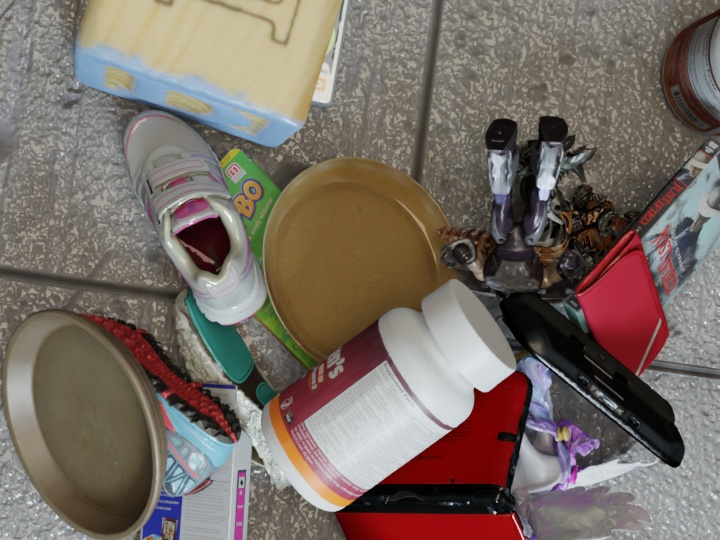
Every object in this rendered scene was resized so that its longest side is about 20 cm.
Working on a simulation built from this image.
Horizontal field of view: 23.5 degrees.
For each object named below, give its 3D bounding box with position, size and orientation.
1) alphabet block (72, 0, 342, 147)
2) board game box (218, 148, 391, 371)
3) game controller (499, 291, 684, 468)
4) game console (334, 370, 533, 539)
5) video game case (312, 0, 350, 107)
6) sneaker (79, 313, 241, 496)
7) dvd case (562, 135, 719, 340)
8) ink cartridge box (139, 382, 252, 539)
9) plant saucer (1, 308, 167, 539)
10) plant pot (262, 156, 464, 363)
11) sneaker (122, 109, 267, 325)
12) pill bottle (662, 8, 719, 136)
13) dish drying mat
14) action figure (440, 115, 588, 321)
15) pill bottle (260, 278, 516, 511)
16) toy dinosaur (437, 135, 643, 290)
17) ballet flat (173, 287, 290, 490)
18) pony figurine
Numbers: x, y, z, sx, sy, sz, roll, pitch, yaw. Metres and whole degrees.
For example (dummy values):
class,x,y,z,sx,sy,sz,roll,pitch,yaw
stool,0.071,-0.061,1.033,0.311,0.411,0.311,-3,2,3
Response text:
class,x,y,z,sx,sy,sz,roll,pitch,yaw
alphabet block,-0.119,-0.233,1.441,0.194,0.195,0.202,18,86,-10
board game box,-0.074,-0.006,1.542,0.096,0.030,0.200,-45,98,-10
game controller,0.199,0.094,1.484,0.199,0.105,0.042,38,111,-16
game console,0.077,0.190,1.492,0.118,0.198,0.174,38,58,-40
video game case,-0.096,-0.263,1.552,0.180,0.023,0.203,11,85,-9
sneaker,-0.196,0.115,1.467,0.200,0.079,0.096,39,107,27
dvd case,0.263,-0.009,1.548,0.022,0.146,0.200,36,79,29
ink cartridge box,-0.143,0.197,1.493,0.094,0.037,0.203,2,89,30
plant saucer,-0.227,0.127,1.445,0.029,0.199,0.202,-21,91,-46
plant pot,0.000,0.000,1.527,0.198,0.027,0.203,7,73,-25
sneaker,-0.142,-0.056,1.472,0.081,0.088,0.201,-30,77,-6
pill bottle,0.349,-0.185,1.534,0.111,0.200,0.114,0,87,-10
dish drying mat,0.234,0.039,1.519,0.077,0.200,0.018,-46,59,-8
action figure,0.134,-0.033,1.496,0.128,0.070,0.202,0,123,-2
pill bottle,0.024,0.101,1.428,0.199,0.110,0.110,-37,94,14
toy dinosaur,0.175,-0.045,1.558,0.198,0.102,0.138,-12,105,-27
ballet flat,-0.110,0.111,1.514,0.072,0.072,0.201,-39,92,-9
pony figurine,0.154,0.177,1.525,0.191,0.166,0.202,-21,95,22
